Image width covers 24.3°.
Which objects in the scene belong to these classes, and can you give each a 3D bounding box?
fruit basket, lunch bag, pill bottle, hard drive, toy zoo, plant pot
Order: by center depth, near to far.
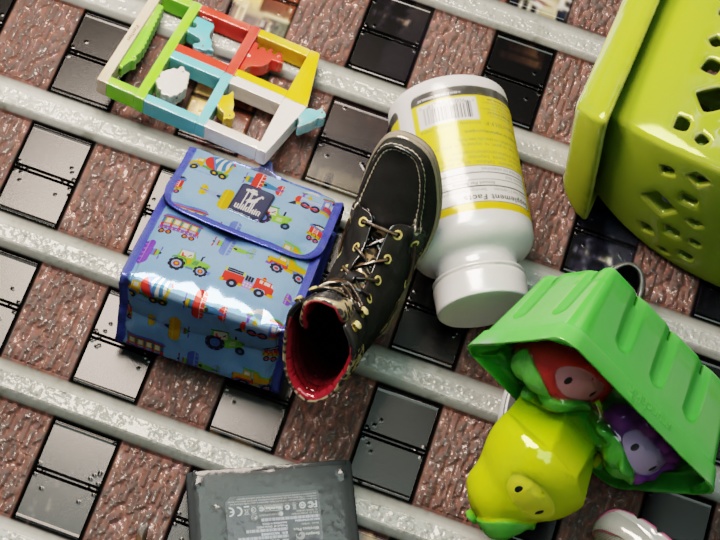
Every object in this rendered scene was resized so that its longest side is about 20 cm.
[{"bbox_3d":[0.172,0.128,1.338,0.213,0.155,0.219,4,83,-32],"label":"fruit basket"},{"bbox_3d":[-0.066,0.258,1.345,0.138,0.033,0.202,-3,67,-8],"label":"hard drive"},{"bbox_3d":[-0.107,-0.016,1.442,0.149,0.095,0.201,18,50,3],"label":"lunch bag"},{"bbox_3d":[0.090,-0.058,1.455,0.110,0.112,0.202,-5,67,-8],"label":"pill bottle"},{"bbox_3d":[0.289,-0.133,1.467,0.180,0.201,0.200,21,66,12],"label":"plant pot"},{"bbox_3d":[-0.123,-0.174,1.520,0.198,0.021,0.132,23,55,4],"label":"toy zoo"}]

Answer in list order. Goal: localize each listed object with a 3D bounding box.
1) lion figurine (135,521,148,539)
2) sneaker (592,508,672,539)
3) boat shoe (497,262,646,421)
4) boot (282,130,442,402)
[{"bbox_3d":[-0.197,0.302,1.293,0.122,0.073,0.200,43,65,5],"label":"lion figurine"},{"bbox_3d":[0.231,0.289,1.336,0.087,0.082,0.202,-20,69,-16],"label":"sneaker"},{"bbox_3d":[0.182,0.072,1.437,0.068,0.057,0.201,33,67,8],"label":"boat shoe"},{"bbox_3d":[0.000,0.000,1.350,0.073,0.202,0.151,25,33,10],"label":"boot"}]
